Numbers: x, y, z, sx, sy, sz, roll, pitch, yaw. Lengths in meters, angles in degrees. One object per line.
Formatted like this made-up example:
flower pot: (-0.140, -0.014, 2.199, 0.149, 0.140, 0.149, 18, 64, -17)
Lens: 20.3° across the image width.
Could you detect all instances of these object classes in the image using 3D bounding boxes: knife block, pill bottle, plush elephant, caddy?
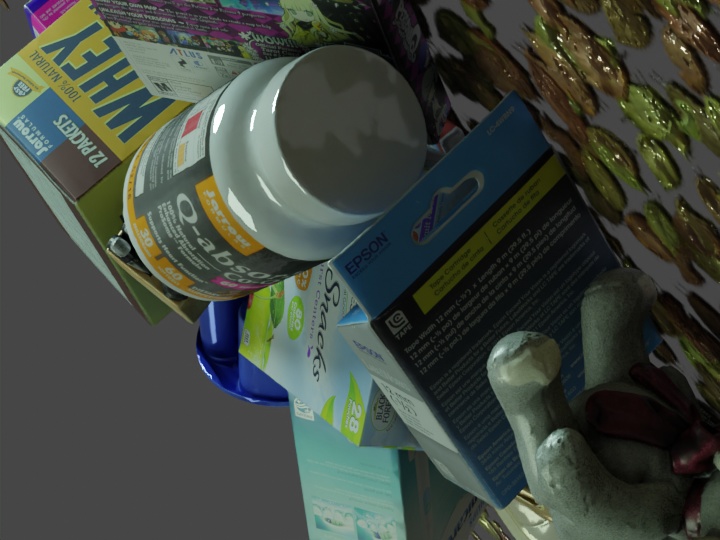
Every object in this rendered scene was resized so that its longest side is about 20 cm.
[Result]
knife block: (-0.130, -0.008, 1.342, 0.064, 0.176, 0.200, 39, 130, 3)
pill bottle: (-0.050, -0.055, 1.150, 0.117, 0.116, 0.200, 51, 151, -9)
plush elephant: (0.172, 0.101, 1.023, 0.164, 0.154, 0.202, -14, -83, -58)
caddy: (-0.032, 0.022, 1.514, 0.141, 0.199, 0.105, 45, 153, 39)

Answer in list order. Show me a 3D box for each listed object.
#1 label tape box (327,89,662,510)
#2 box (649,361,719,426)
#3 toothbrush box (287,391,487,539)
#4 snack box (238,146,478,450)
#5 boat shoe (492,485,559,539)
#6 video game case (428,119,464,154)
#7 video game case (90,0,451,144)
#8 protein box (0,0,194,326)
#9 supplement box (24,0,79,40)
label tape box: (0.066, 0.013, 1.121, 0.066, 0.143, 0.200, 25, 155, 55)
box: (0.160, 0.101, 1.289, 0.200, 0.047, 0.194, 42, 162, 26)
toothbrush box: (0.026, 0.124, 1.425, 0.085, 0.147, 0.201, 11, 131, 24)
snack box: (0.000, 0.000, 1.239, 0.067, 0.170, 0.200, 5, -169, -27)
boat shoe: (0.083, 0.089, 1.275, 0.200, 0.074, 0.069, 47, 152, 21)
video game case: (0.025, -0.086, 1.330, 0.200, 0.017, 0.143, 41, 167, 43)
video game case: (-0.062, -0.147, 1.153, 0.199, 0.036, 0.182, 12, 155, 24)
protein box: (-0.148, -0.105, 1.504, 0.135, 0.198, 0.200, 44, 169, 27)
supplement box: (-0.186, -0.169, 1.738, 0.200, 0.103, 0.101, 50, 170, 7)
